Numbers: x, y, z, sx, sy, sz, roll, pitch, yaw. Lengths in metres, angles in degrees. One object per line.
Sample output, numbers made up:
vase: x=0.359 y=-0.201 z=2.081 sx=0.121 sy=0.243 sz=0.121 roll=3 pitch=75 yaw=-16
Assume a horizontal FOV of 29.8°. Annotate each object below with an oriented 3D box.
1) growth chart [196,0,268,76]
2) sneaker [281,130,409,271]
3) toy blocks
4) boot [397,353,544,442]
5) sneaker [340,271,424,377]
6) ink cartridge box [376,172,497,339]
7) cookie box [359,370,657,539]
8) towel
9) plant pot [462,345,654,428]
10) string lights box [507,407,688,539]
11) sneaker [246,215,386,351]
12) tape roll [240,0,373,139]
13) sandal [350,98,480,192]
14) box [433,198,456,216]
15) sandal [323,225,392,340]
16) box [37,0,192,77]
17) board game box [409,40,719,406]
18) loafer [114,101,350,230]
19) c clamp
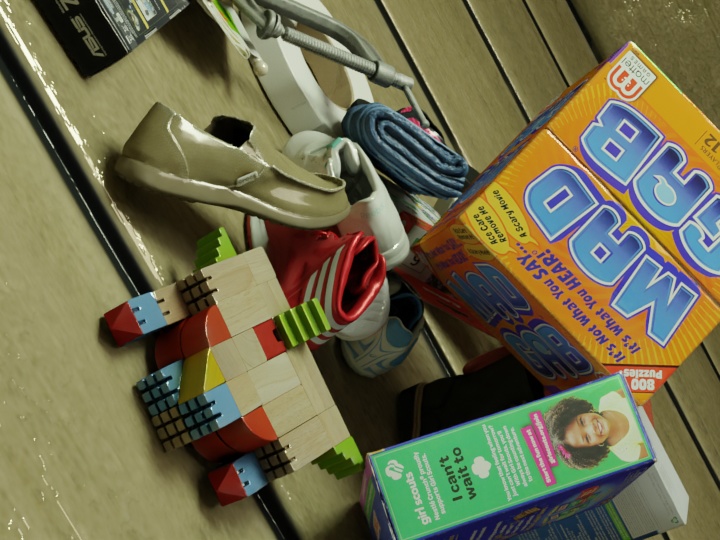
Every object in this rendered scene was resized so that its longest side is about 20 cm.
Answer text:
growth chart: x=-0.142 y=-0.255 z=1.172 sx=0.145 sy=0.018 sz=0.200 roll=61 pitch=6 yaw=36
sneaker: x=-0.017 y=-0.086 z=1.179 sx=0.200 sy=0.075 sz=0.089 roll=51 pitch=-16 yaw=47
toy blocks: x=-0.091 y=0.075 z=0.924 sx=0.137 sy=0.100 sz=0.201 roll=-25 pitch=89 yaw=-57
boot: x=0.106 y=0.161 z=1.191 sx=0.077 sy=0.138 sz=0.201 roll=42 pitch=31 yaw=-42
sneaker: x=0.032 y=0.033 z=1.253 sx=0.072 sy=0.072 sz=0.200 roll=56 pitch=20 yaw=-16
ink cartridge box: x=0.061 y=-0.021 z=1.276 sx=0.109 sy=0.050 sz=0.200 roll=28 pitch=13 yaw=-36
cookie box: x=0.104 y=0.160 z=1.031 sx=0.171 sy=0.199 sz=0.076 roll=97 pitch=-26 yaw=-69
towel: x=0.034 y=-0.109 z=1.239 sx=0.111 sy=0.049 sz=0.200 roll=35 pitch=3 yaw=-8
plant pot: x=0.221 y=0.177 z=1.387 sx=0.201 sy=0.200 sz=0.196 roll=21 pitch=55 yaw=-60
string lights box: x=0.184 y=0.210 z=1.231 sx=0.103 sy=0.199 sz=0.059 roll=62 pitch=22 yaw=-7
sneaker: x=-0.028 y=-0.014 z=1.107 sx=0.078 sy=0.115 sz=0.201 roll=44 pitch=29 yaw=-40
tape roll: x=-0.049 y=-0.202 z=1.373 sx=0.203 sy=0.037 sz=0.203 roll=48 pitch=27 yaw=-35
sandal: x=0.072 y=-0.133 z=1.403 sx=0.199 sy=0.045 sz=0.075 roll=28 pitch=29 yaw=-28
box: x=0.163 y=-0.005 z=1.437 sx=0.199 sy=0.078 sz=0.095 roll=27 pitch=9 yaw=-10
sandal: x=-0.008 y=0.003 z=1.194 sx=0.207 sy=0.079 sz=0.059 roll=-96 pitch=167 yaw=-49
box: x=-0.220 y=-0.264 z=1.037 sx=0.201 sy=0.049 sz=0.161 roll=58 pitch=23 yaw=-17
board game box: x=0.194 y=-0.028 z=1.117 sx=0.200 sy=0.200 sz=0.200 roll=45 pitch=-10 yaw=-2
loafer: x=-0.085 y=-0.078 z=1.016 sx=0.199 sy=0.068 sz=0.076 roll=9 pitch=13 yaw=-40
c clamp: x=-0.035 y=-0.215 z=1.254 sx=0.199 sy=0.027 sz=0.171 roll=21 pitch=27 yaw=-26
